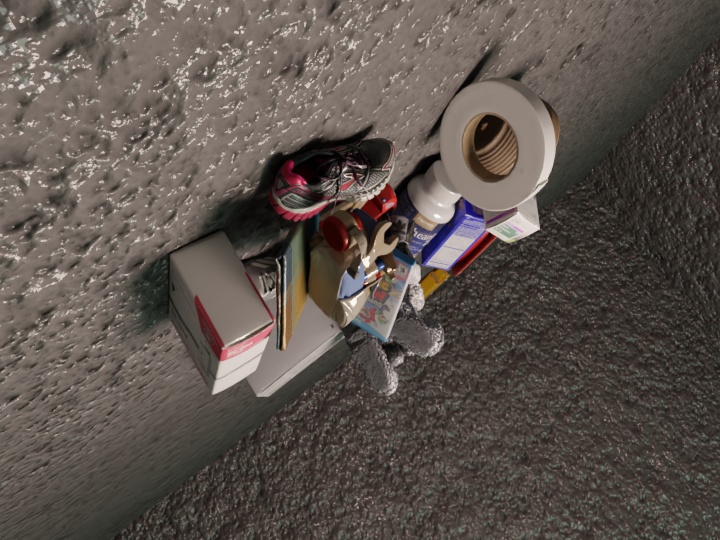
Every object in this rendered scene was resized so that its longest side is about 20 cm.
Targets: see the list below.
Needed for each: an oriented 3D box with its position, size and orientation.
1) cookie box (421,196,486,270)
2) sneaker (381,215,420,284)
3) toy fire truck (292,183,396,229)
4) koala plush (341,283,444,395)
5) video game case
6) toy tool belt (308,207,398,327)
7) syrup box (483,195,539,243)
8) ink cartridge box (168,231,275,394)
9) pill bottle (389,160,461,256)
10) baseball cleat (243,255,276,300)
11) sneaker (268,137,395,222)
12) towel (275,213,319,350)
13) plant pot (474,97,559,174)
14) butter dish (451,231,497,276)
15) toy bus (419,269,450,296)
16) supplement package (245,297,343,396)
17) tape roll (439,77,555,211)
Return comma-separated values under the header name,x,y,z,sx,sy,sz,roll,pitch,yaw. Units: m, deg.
name,x,y,z,sx,sy,sz,roll,pitch,yaw
cookie box,0.201,-0.126,1.203,0.073,0.176,0.201,12,149,-16
sneaker,0.063,-0.040,0.975,0.073,0.118,0.200,10,178,-9
toy fire truck,-0.020,-0.095,0.955,0.198,0.049,0.141,-37,166,-11
koala plush,0.062,0.098,1.090,0.177,0.185,0.200,-43,176,19
video game case,0.005,0.021,0.923,0.018,0.140,0.203,-50,164,-40
toy tool belt,-0.006,-0.026,0.776,0.122,0.124,0.203,-35,156,-31
syrup box,0.286,-0.167,1.092,0.077,0.206,0.080,21,148,-36
ink cartridge box,-0.200,0.068,0.784,0.081,0.148,0.201,-27,164,-30
pill bottle,0.121,-0.120,1.126,0.110,0.112,0.201,-25,162,-45
baseball cleat,-0.125,0.002,0.908,0.104,0.072,0.199,-10,-166,31
sneaker,-0.026,-0.129,0.739,0.197,0.081,0.075,-30,165,-31
towel,-0.087,-0.007,0.779,0.202,0.021,0.151,-74,169,-59
plant pot,0.251,-0.240,1.018,0.091,0.204,0.201,27,123,-32
butter dish,0.249,-0.131,1.414,0.201,0.145,0.203,-48,-156,38
toy bus,0.295,0.059,2.402,0.077,0.066,0.200,-22,161,-45
supplement package,-0.152,0.118,1.087,0.198,0.157,0.111,-36,169,-6
tape roll,0.214,-0.199,0.895,0.037,0.205,0.203,-26,164,-40
